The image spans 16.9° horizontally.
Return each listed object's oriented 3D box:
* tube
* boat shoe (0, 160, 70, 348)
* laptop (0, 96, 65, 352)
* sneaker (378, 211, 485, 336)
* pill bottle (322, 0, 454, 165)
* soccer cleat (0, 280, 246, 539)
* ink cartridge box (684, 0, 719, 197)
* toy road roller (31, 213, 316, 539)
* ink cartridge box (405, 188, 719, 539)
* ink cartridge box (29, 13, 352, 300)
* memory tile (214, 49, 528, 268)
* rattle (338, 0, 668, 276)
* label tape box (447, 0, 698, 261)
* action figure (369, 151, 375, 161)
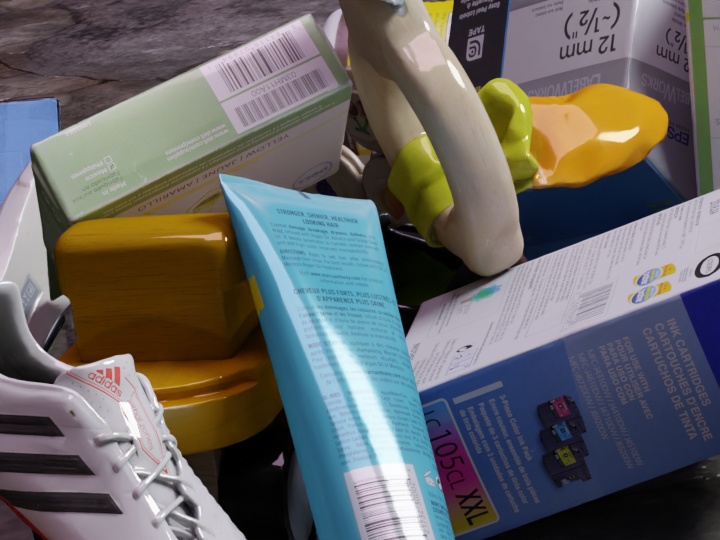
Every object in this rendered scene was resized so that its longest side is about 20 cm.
[{"bbox_3d":[-0.005,0.048,0.974,0.077,0.201,0.050,12,-39,-38],"label":"tube"},{"bbox_3d":[-0.189,0.012,1.253,0.068,0.072,0.201,-6,49,29],"label":"boat shoe"},{"bbox_3d":[-0.265,-0.008,1.334,0.186,0.117,0.200,-5,17,6],"label":"laptop"},{"bbox_3d":[0.000,0.000,1.250,0.199,0.083,0.071,8,56,38],"label":"sneaker"},{"bbox_3d":[0.077,-0.122,1.581,0.198,0.110,0.109,-2,18,14],"label":"pill bottle"},{"bbox_3d":[-0.094,0.081,0.947,0.199,0.086,0.068,35,22,21],"label":"soccer cleat"},{"bbox_3d":[0.207,-0.070,1.219,0.059,0.202,0.104,0,18,23],"label":"ink cartridge box"},{"bbox_3d":[-0.069,0.035,1.075,0.122,0.147,0.200,-1,18,15],"label":"toy road roller"},{"bbox_3d":[0.117,0.033,1.040,0.199,0.077,0.137,-23,13,18],"label":"ink cartridge box"},{"bbox_3d":[-0.081,-0.034,1.154,0.145,0.048,0.200,-28,-17,-14],"label":"ink cartridge box"},{"bbox_3d":[0.003,-0.043,1.294,0.199,0.154,0.017,9,39,44],"label":"memory tile"},{"bbox_3d":[0.058,-0.109,1.091,0.142,0.201,0.130,-18,28,3],"label":"rattle"},{"bbox_3d":[0.108,-0.085,1.258,0.066,0.202,0.143,21,-20,-36],"label":"label tape box"},{"bbox_3d":[0.069,-0.057,1.393,0.198,0.103,0.119,-5,3,5],"label":"action figure"}]
